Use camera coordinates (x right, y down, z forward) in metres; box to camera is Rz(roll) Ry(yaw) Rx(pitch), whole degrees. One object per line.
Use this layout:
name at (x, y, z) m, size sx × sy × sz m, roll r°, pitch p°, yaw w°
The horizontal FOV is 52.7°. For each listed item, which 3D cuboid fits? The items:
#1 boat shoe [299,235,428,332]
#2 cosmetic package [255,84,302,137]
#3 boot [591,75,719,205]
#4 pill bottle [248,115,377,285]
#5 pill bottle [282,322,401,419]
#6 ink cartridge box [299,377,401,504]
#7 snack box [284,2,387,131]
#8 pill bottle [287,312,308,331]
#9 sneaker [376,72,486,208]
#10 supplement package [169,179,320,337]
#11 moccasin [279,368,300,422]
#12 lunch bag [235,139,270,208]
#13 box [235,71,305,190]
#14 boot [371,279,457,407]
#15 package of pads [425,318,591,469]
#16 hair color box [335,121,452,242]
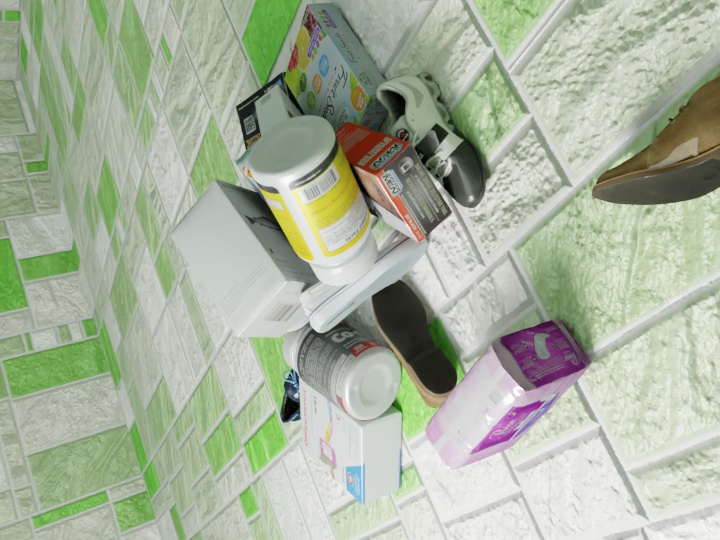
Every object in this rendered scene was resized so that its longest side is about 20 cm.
boat shoe at (0.000, 0.000, 1.004) m, size 0.067 × 0.198 × 0.074 m, roll 53°, pitch 177°, yaw 19°
cosmetic package at (-0.083, -0.167, 1.057) m, size 0.151 × 0.051 × 0.201 m, roll 51°, pitch -169°, yaw -34°
boot at (0.288, -0.110, 0.634) m, size 0.199 × 0.072 × 0.077 m, roll -22°, pitch 64°, yaw 53°
pill bottle at (-0.052, -0.082, 0.921) m, size 0.114 × 0.114 × 0.202 m, roll 37°, pitch 160°, yaw 45°
pill bottle at (-0.036, 0.147, 1.165) m, size 0.198 × 0.112 × 0.117 m, roll 23°, pitch 120°, yaw 49°
ink cartridge box at (-0.021, 0.269, 1.219) m, size 0.199 × 0.083 × 0.148 m, roll 26°, pitch 123°, yaw 53°
snack box at (-0.038, -0.275, 1.084) m, size 0.202 × 0.052 × 0.143 m, roll 60°, pitch 145°, yaw 24°
pill bottle at (-0.157, 0.024, 1.234) m, size 0.199 × 0.110 × 0.115 m, roll 23°, pitch 120°, yaw 57°
sneaker at (0.081, -0.158, 0.910) m, size 0.202 × 0.087 × 0.074 m, roll 61°, pitch 143°, yaw 22°
supplement package at (-0.166, -0.016, 1.073) m, size 0.117 × 0.116 × 0.201 m, roll -45°, pitch 68°, yaw 17°
moccasin at (-0.105, 0.220, 1.340) m, size 0.080 × 0.068 × 0.203 m, roll 38°, pitch 136°, yaw 28°
lunch bag at (-0.106, -0.111, 1.119) m, size 0.201 × 0.075 × 0.160 m, roll 51°, pitch -178°, yaw -11°
box at (-0.142, -0.237, 1.264) m, size 0.199 × 0.049 × 0.162 m, roll -8°, pitch 94°, yaw 57°
boot at (0.067, 0.103, 1.030) m, size 0.076 × 0.072 × 0.202 m, roll 94°, pitch 153°, yaw -58°
package of pads at (0.166, 0.149, 0.849) m, size 0.076 × 0.118 × 0.202 m, roll 57°, pitch 143°, yaw 27°
hair color box at (0.027, -0.121, 0.952) m, size 0.112 × 0.064 × 0.200 m, roll 54°, pitch 171°, yaw -28°
